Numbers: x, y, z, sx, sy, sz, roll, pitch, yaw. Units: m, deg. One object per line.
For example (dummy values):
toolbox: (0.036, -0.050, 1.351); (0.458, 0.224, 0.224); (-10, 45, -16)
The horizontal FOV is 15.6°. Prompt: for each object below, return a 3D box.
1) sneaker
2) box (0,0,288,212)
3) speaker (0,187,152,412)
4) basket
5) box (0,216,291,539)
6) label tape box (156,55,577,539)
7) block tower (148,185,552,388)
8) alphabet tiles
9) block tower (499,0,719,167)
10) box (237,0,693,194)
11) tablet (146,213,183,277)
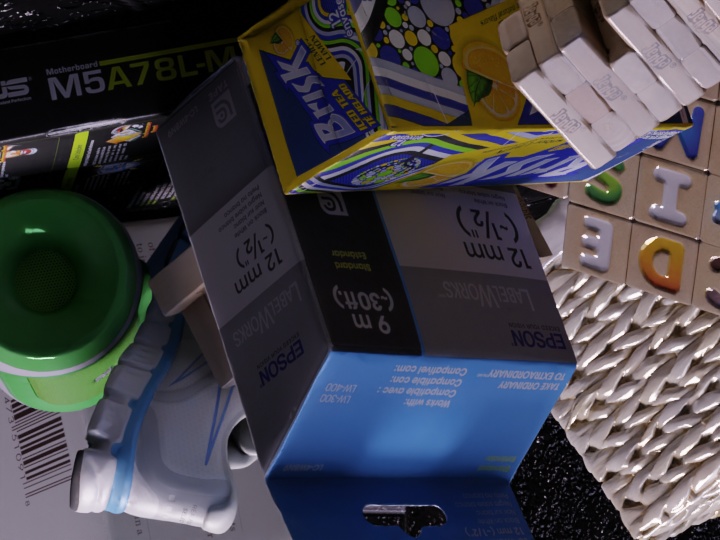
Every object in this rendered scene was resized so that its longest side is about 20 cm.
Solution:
sneaker: (-0.060, 0.040, 1.165); (0.086, 0.201, 0.075); (19, 140, 0)
box: (-0.099, -0.066, 1.171); (0.192, 0.048, 0.200); (-9, 171, -11)
speaker: (-0.141, 0.016, 1.211); (0.088, 0.089, 0.200); (-12, 172, -5)
basket: (0.200, 0.004, 1.275); (0.198, 0.161, 0.200); (-14, 156, -51)
box: (-0.156, 0.089, 1.537); (0.130, 0.200, 0.200); (-6, 168, -36)
label tape box: (0.013, 0.018, 1.065); (0.143, 0.201, 0.066); (5, 146, -43)
block tower: (0.000, 0.000, 1.161); (0.199, 0.058, 0.054); (-13, 159, -48)
alphabet tiles: (0.154, -0.058, 1.139); (0.199, 0.168, 0.008); (18, -149, 25)
block tower: (0.143, -0.122, 0.924); (0.200, 0.054, 0.058); (-34, 128, 18)
box: (0.047, -0.076, 1.064); (0.064, 0.070, 0.199); (-27, 165, 40)
tablet: (-0.075, 0.006, 1.309); (0.130, 0.014, 0.200); (-55, -161, -8)
